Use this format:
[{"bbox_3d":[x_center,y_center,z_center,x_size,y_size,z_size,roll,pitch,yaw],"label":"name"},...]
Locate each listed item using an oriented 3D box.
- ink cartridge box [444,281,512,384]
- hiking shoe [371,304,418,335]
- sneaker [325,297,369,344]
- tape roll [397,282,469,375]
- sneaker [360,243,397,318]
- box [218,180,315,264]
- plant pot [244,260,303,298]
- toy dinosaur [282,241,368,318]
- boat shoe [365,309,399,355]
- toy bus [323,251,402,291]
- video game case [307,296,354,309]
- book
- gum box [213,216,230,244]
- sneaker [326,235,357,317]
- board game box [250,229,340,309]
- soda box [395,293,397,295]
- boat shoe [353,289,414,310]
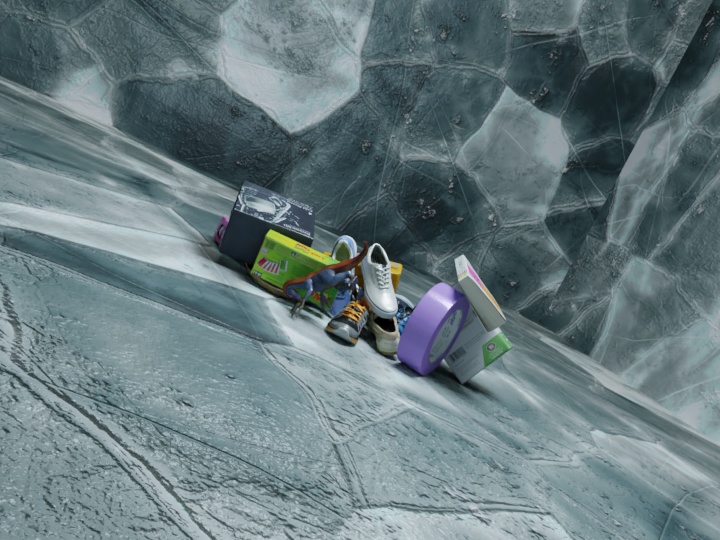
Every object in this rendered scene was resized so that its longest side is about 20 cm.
[{"bbox_3d":[0.247,0.147,1.606,0.201,0.146,0.084,55,14,13],"label":"ink cartridge box"},{"bbox_3d":[0.095,0.126,1.661,0.074,0.087,0.200,30,18,26],"label":"hiking shoe"},{"bbox_3d":[-0.022,0.107,1.483,0.078,0.078,0.200,29,9,2],"label":"sneaker"},{"bbox_3d":[0.163,0.130,1.481,0.065,0.201,0.200,29,8,25],"label":"tape roll"},{"bbox_3d":[0.042,0.020,1.544,0.072,0.071,0.201,-2,46,-20],"label":"sneaker"},{"bbox_3d":[-0.221,-0.101,1.616,0.199,0.124,0.197,20,26,-12],"label":"box"},{"bbox_3d":[-0.186,0.014,1.597,0.199,0.028,0.200,21,23,-9],"label":"plant pot"},{"bbox_3d":[-0.081,0.026,1.457,0.180,0.201,0.105,15,-14,26],"label":"toy dinosaur"},{"bbox_3d":[0.051,0.116,1.545,0.072,0.065,0.200,-5,28,-9],"label":"boat shoe"},{"bbox_3d":[0.000,0.000,1.665,0.199,0.065,0.078,15,29,1],"label":"toy bus"},{"bbox_3d":[-0.083,0.063,1.694,0.199,0.023,0.182,27,15,0],"label":"video game case"},{"bbox_3d":[0.263,0.044,1.498,0.134,0.048,0.200,55,13,-8],"label":"book"},{"bbox_3d":[-0.289,-0.069,1.777,0.199,0.066,0.113,23,8,-31],"label":"gum box"},{"bbox_3d":[-0.052,0.015,1.574,0.075,0.202,0.077,4,-3,4],"label":"sneaker"},{"bbox_3d":[-0.137,-0.002,1.513,0.199,0.102,0.048,25,23,-3],"label":"board game box"},{"bbox_3d":[0.059,0.075,1.851,0.068,0.064,0.200,32,-5,34],"label":"soda box"},{"bbox_3d":[0.061,0.096,1.710,0.199,0.071,0.091,27,22,-22],"label":"boat shoe"}]
